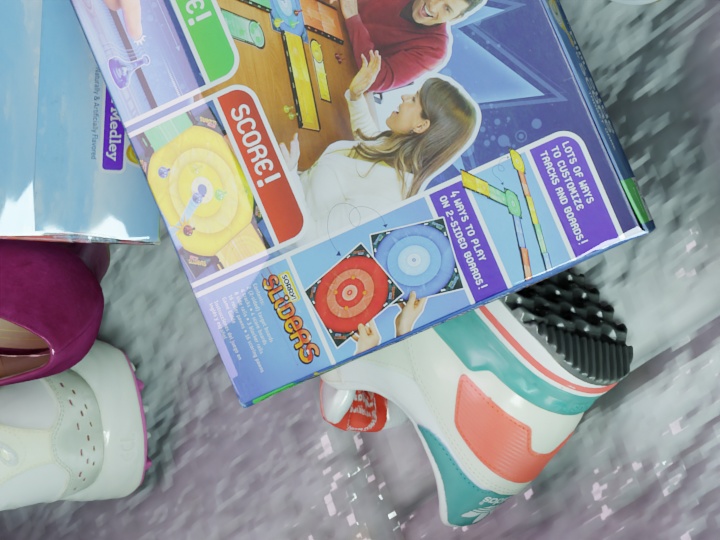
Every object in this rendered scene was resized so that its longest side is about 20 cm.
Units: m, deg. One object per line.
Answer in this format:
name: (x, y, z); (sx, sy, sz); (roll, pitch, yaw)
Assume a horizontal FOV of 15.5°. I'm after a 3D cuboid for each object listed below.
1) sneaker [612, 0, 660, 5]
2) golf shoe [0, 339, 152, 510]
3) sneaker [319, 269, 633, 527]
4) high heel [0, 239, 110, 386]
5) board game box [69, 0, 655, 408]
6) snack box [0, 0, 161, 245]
sneaker: (0.019, -0.154, 0.836); (0.200, 0.108, 0.070); (50, 121, 35)
golf shoe: (-0.172, 0.064, 1.041); (0.199, 0.091, 0.076); (-9, 92, 46)
sneaker: (0.001, 0.000, 0.880); (0.200, 0.070, 0.094); (48, 116, 32)
high heel: (-0.191, 0.023, 0.974); (0.199, 0.096, 0.068); (-16, 109, 10)
board game box: (-0.012, -0.077, 0.794); (0.135, 0.034, 0.201); (-23, 89, 11)
snack box: (-0.108, -0.100, 0.934); (0.200, 0.067, 0.170); (-157, 70, -76)
